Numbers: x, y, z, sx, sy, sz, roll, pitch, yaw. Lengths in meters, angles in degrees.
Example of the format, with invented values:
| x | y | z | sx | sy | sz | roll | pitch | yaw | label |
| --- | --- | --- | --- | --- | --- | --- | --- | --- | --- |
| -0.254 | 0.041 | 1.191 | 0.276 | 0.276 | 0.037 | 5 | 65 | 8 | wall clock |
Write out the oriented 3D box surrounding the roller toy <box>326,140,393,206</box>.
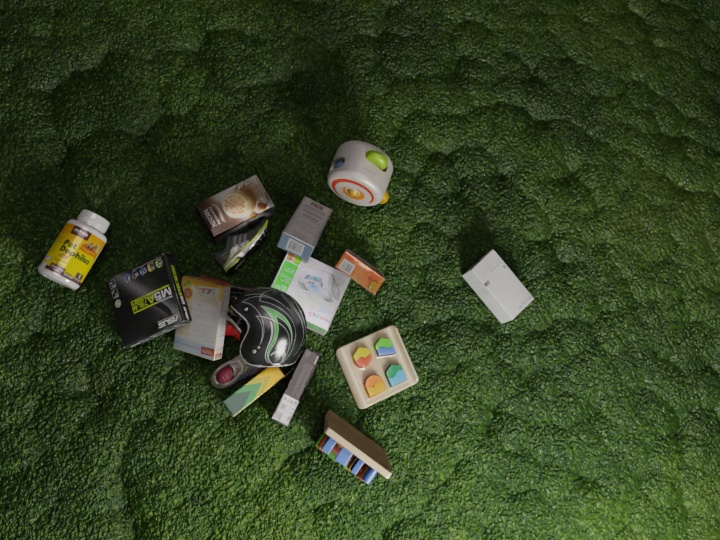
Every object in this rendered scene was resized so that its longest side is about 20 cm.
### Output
| x | y | z | sx | sy | sz | roll | pitch | yaw | label |
| --- | --- | --- | --- | --- | --- | --- | --- | --- | --- |
| -0.003 | -0.284 | 1.610 | 0.181 | 0.200 | 0.141 | 15 | 71 | 17 | roller toy |

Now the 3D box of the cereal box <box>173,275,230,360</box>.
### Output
| x | y | z | sx | sy | sz | roll | pitch | yaw | label |
| --- | --- | --- | --- | --- | --- | --- | --- | --- | --- |
| -0.424 | 0.125 | 1.423 | 0.142 | 0.039 | 0.202 | 12 | 97 | 23 | cereal box |

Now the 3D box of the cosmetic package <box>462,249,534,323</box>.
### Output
| x | y | z | sx | sy | sz | roll | pitch | yaw | label |
| --- | --- | --- | --- | --- | --- | --- | --- | --- | --- |
| 0.429 | 0.051 | 1.666 | 0.113 | 0.081 | 0.200 | -40 | 86 | -20 | cosmetic package |

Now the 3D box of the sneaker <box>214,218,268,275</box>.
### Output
| x | y | z | sx | sy | sz | roll | pitch | yaw | label |
| --- | --- | --- | --- | --- | --- | --- | --- | --- | --- |
| -0.342 | -0.084 | 1.546 | 0.081 | 0.074 | 0.200 | 39 | 70 | 3 | sneaker |

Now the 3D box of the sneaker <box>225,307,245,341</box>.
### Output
| x | y | z | sx | sy | sz | roll | pitch | yaw | label |
| --- | --- | --- | --- | --- | --- | --- | --- | --- | --- |
| -0.374 | 0.154 | 1.481 | 0.199 | 0.077 | 0.085 | 39 | 102 | 3 | sneaker |

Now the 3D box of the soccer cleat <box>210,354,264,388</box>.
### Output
| x | y | z | sx | sy | sz | roll | pitch | yaw | label |
| --- | --- | --- | --- | --- | --- | --- | --- | --- | --- |
| -0.314 | 0.259 | 1.453 | 0.199 | 0.086 | 0.070 | -32 | 84 | -18 | soccer cleat |

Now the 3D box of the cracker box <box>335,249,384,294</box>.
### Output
| x | y | z | sx | sy | sz | roll | pitch | yaw | label |
| --- | --- | --- | --- | --- | --- | --- | --- | --- | --- |
| 0.000 | 0.000 | 1.526 | 0.133 | 0.200 | 0.058 | 35 | 94 | -1 | cracker box |

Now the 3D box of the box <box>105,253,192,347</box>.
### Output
| x | y | z | sx | sy | sz | roll | pitch | yaw | label |
| --- | --- | --- | --- | --- | --- | --- | --- | --- | --- |
| -0.568 | 0.082 | 1.426 | 0.198 | 0.047 | 0.195 | -22 | 78 | 12 | box |

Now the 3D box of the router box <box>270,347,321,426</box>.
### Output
| x | y | z | sx | sy | sz | roll | pitch | yaw | label |
| --- | --- | --- | --- | --- | --- | --- | --- | --- | --- |
| -0.176 | 0.315 | 1.435 | 0.051 | 0.149 | 0.201 | 27 | 72 | -3 | router box |

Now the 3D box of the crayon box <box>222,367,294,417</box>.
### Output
| x | y | z | sx | sy | sz | roll | pitch | yaw | label |
| --- | --- | --- | --- | --- | --- | --- | --- | --- | --- |
| -0.272 | 0.309 | 1.429 | 0.199 | 0.127 | 0.051 | -36 | 85 | -19 | crayon box |

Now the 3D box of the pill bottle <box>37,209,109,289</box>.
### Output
| x | y | z | sx | sy | sz | roll | pitch | yaw | label |
| --- | --- | --- | --- | --- | --- | --- | --- | --- | --- |
| -0.760 | -0.059 | 1.430 | 0.108 | 0.109 | 0.202 | 24 | 72 | -5 | pill bottle |

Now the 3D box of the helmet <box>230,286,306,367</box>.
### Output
| x | y | z | sx | sy | sz | roll | pitch | yaw | label |
| --- | --- | --- | --- | --- | --- | --- | --- | --- | --- |
| -0.237 | 0.139 | 1.375 | 0.198 | 0.200 | 0.193 | 5 | 91 | -10 | helmet |

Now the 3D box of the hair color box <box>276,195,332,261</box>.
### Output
| x | y | z | sx | sy | sz | roll | pitch | yaw | label |
| --- | --- | --- | --- | --- | --- | --- | --- | --- | --- |
| -0.159 | -0.125 | 1.550 | 0.098 | 0.061 | 0.201 | 26 | 40 | -4 | hair color box |

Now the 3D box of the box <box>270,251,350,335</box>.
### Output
| x | y | z | sx | sy | sz | roll | pitch | yaw | label |
| --- | --- | --- | --- | --- | --- | --- | --- | --- | --- |
| -0.155 | 0.063 | 1.534 | 0.198 | 0.097 | 0.178 | 26 | 70 | -4 | box |

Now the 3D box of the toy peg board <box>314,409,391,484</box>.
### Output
| x | y | z | sx | sy | sz | roll | pitch | yaw | label |
| --- | --- | --- | --- | --- | --- | --- | --- | --- | --- |
| -0.032 | 0.485 | 1.406 | 0.199 | 0.199 | 0.098 | 36 | 87 | -1 | toy peg board |

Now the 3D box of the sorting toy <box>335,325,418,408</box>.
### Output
| x | y | z | sx | sy | sz | roll | pitch | yaw | label |
| --- | --- | --- | --- | --- | --- | --- | --- | --- | --- |
| 0.050 | 0.278 | 1.551 | 0.198 | 0.036 | 0.187 | -21 | 81 | -16 | sorting toy |

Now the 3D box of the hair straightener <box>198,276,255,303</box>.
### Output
| x | y | z | sx | sy | sz | roll | pitch | yaw | label |
| --- | --- | --- | --- | --- | --- | --- | --- | --- | --- |
| -0.371 | 0.072 | 1.523 | 0.198 | 0.041 | 0.078 | 11 | 99 | -14 | hair straightener |

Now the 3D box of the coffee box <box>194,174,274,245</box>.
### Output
| x | y | z | sx | sy | sz | roll | pitch | yaw | label |
| --- | --- | --- | --- | --- | --- | --- | --- | --- | --- |
| -0.364 | -0.176 | 1.559 | 0.199 | 0.080 | 0.115 | -31 | 83 | -17 | coffee box |
